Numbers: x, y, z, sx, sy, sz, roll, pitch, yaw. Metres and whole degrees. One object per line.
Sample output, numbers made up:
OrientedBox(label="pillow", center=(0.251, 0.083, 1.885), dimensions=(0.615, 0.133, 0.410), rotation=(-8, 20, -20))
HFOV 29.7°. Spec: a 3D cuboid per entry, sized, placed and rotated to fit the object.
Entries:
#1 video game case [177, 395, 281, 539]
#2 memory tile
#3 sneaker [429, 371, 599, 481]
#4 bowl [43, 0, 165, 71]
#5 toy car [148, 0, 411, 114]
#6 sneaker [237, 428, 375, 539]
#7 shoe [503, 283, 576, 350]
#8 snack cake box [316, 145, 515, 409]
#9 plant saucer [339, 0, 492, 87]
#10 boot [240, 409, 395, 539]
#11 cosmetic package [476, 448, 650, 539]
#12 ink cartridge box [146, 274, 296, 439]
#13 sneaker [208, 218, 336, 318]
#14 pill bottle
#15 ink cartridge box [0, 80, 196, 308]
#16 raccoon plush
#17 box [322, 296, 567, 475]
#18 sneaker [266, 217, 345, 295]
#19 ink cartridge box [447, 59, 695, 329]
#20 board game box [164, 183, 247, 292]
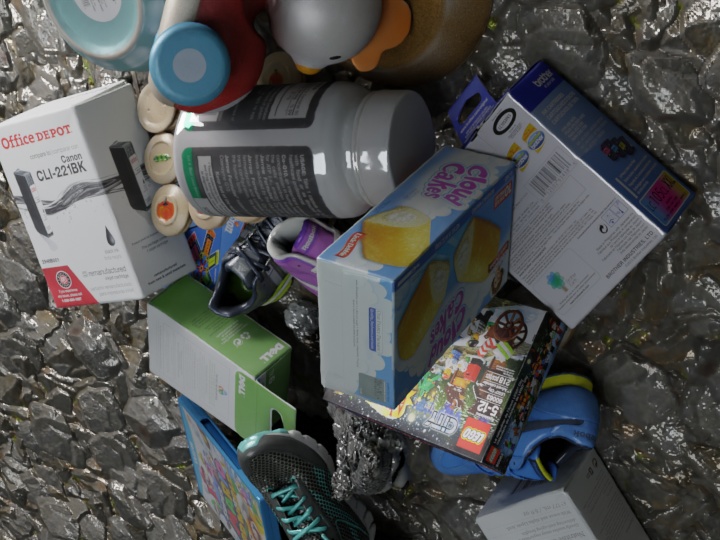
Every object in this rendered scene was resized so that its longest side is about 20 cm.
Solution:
OrientedBox(label="video game case", center=(-0.135, 0.237, 1.438), dimensions=(0.200, 0.018, 0.144), rotation=(42, 148, 48))
OrientedBox(label="memory tile", center=(-0.127, -0.116, 1.260), dimensions=(0.199, 0.017, 0.154), rotation=(-7, 87, 35))
OrientedBox(label="sneaker", center=(0.136, 0.162, 1.243), dimensions=(0.066, 0.079, 0.200), rotation=(24, 142, -34))
OrientedBox(label="bowl", center=(-0.210, -0.259, 1.213), dimensions=(0.200, 0.105, 0.202), rotation=(17, 125, 25))
OrientedBox(label="toy car", center=(-0.059, -0.198, 1.079), dimensions=(0.199, 0.184, 0.178), rotation=(13, 101, -10))
OrientedBox(label="sneaker", center=(-0.046, 0.232, 1.297), dimensions=(0.077, 0.091, 0.200), rotation=(-30, 122, 18))
OrientedBox(label="shoe", center=(0.125, 0.075, 1.224), dimensions=(0.070, 0.053, 0.200), rotation=(46, 131, 1))
OrientedBox(label="snack cake box", center=(0.046, 0.000, 1.037), dimensions=(0.067, 0.200, 0.116), rotation=(16, 127, 26))
OrientedBox(label="plant saucer", center=(0.013, -0.242, 1.124), dimensions=(0.199, 0.035, 0.201), rotation=(16, 124, 25))
OrientedBox(label="boot", center=(-0.031, 0.237, 1.415), dimensions=(0.197, 0.073, 0.163), rotation=(13, 117, 24))
OrientedBox(label="cosmetic package", center=(0.212, 0.278, 1.270), dimensions=(0.113, 0.081, 0.201), rotation=(-27, 99, 38))
OrientedBox(label="ink cartridge box", center=(-0.123, 0.102, 1.357), dimensions=(0.199, 0.059, 0.104), rotation=(32, 140, 23))
OrientedBox(label="sneaker", center=(-0.085, -0.023, 1.285), dimensions=(0.074, 0.081, 0.200), rotation=(36, 130, 9))
OrientedBox(label="pill bottle", center=(-0.046, -0.100, 1.134), dimensions=(0.199, 0.113, 0.114), rotation=(2, 118, 27))
OrientedBox(label="ink cartridge box", center=(-0.268, -0.073, 1.356), dimensions=(0.144, 0.084, 0.201), rotation=(-7, 107, 41))
OrientedBox(label="raccoon plush", center=(-0.025, 0.133, 1.302), dimensions=(0.199, 0.134, 0.097), rotation=(32, 130, 13))
OrientedBox(label="box", center=(0.070, 0.081, 1.182), dimensions=(0.199, 0.137, 0.038), rotation=(15, 167, 46))
OrientedBox(label="sneaker", center=(0.000, 0.001, 1.180), dimensions=(0.200, 0.073, 0.114), rotation=(9, 162, 40))
OrientedBox(label="ink cartridge box", center=(0.149, -0.072, 1.107), dimensions=(0.200, 0.076, 0.137), rotation=(41, 132, 3))
OrientedBox(label="board game box", center=(-0.162, -0.050, 1.361), dimensions=(0.103, 0.019, 0.201), rotation=(36, 130, 12))
